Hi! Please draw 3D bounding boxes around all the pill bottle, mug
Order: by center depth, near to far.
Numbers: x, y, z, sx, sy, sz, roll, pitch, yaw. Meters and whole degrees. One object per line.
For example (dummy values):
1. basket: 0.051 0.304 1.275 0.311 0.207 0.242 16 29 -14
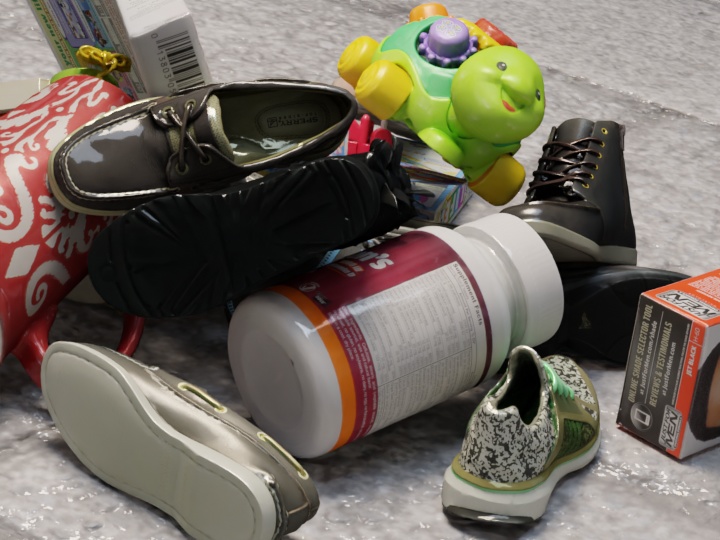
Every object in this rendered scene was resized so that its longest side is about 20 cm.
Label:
1. pill bottle: 0.025 0.036 1.568 0.200 0.110 0.110 -22 37 -31
2. mug: -0.214 -0.015 1.597 0.133 0.178 0.200 -10 25 41

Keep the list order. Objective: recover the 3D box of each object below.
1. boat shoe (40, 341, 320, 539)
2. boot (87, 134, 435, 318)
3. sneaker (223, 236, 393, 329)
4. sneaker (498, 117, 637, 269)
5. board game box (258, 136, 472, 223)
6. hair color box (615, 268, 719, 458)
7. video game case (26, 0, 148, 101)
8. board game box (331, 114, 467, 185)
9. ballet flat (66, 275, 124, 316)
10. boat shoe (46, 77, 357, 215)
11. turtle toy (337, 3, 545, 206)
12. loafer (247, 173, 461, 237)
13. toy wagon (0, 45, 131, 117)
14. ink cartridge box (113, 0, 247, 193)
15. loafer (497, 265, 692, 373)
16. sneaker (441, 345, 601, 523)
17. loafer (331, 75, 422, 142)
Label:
1. boat shoe: -0.110 0.101 1.470 0.202 0.072 0.060 33 32 32
2. boot: -0.058 -0.028 1.545 0.198 0.074 0.162 -19 1 10
3. sneaker: 0.000 0.000 1.660 0.200 0.082 0.073 -17 11 -27
4. sneaker: 0.136 -0.056 1.712 0.075 0.107 0.200 -5 -5 21
5. board game box: -0.021 -0.076 1.929 0.200 0.034 0.134 14 25 13
6. hair color box: 0.265 0.049 1.668 0.200 0.102 0.061 -16 34 -41
7. video game case: -0.178 -0.165 1.824 0.022 0.200 0.182 -36 23 -27
8. board game box: -0.014 -0.101 1.826 0.158 0.039 0.200 4 10 -43
9. ballet flat: -0.216 -0.018 1.704 0.200 0.071 0.065 16 39 24
10. boat shoe: -0.096 -0.086 1.547 0.200 0.072 0.066 -13 -8 -18
11. turtle toy: 0.075 -0.126 1.759 0.146 0.101 0.200 37 7 -19
12. loafer: 0.002 -0.035 1.754 0.200 0.070 0.070 21 12 -5
13. toy wagon: -0.223 -0.098 1.735 0.155 0.200 0.040 13 63 -29
14. ink cartridge box: -0.123 -0.120 1.685 0.057 0.163 0.200 -18 22 0
15. loafer: 0.151 0.024 1.725 0.200 0.073 0.072 -1 21 -24
16. sneaker: 0.111 0.085 1.552 0.077 0.089 0.200 14 24 13
17. loafer: 0.030 -0.140 1.934 0.072 0.063 0.200 13 -1 25
